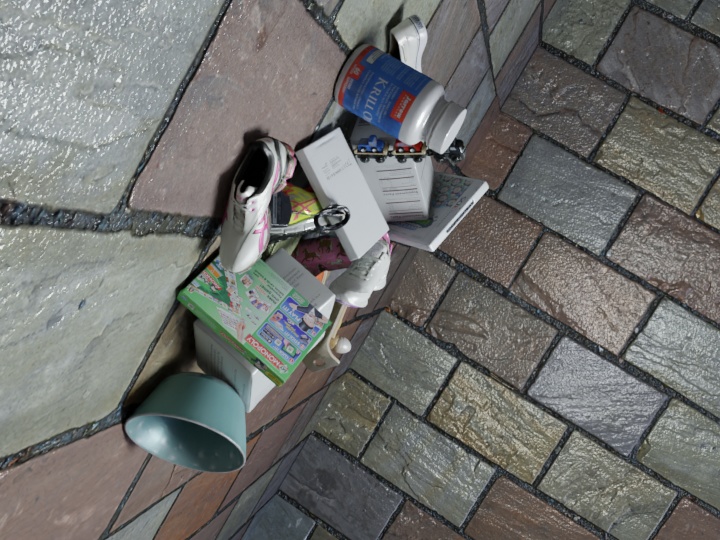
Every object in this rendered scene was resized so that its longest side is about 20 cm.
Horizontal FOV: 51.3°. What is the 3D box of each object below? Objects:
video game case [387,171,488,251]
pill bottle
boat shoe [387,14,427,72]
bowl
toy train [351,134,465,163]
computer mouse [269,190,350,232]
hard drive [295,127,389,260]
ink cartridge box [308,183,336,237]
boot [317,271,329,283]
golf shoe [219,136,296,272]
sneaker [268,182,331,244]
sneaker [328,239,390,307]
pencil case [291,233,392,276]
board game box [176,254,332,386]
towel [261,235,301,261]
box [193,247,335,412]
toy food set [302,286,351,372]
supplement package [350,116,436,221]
[{"bbox_3d":[0.124,-0.125,1.477,0.182,0.200,0.024,-48,128,-19],"label":"video game case"},{"bbox_3d":[0.067,-0.275,1.220,0.112,0.200,0.112,-56,169,-16],"label":"pill bottle"},{"bbox_3d":[0.071,-0.379,1.360,0.070,0.071,0.200,-28,167,-12],"label":"boat shoe"},{"bbox_3d":[-0.269,0.238,1.220,0.201,0.200,0.105,108,-4,-53],"label":"bowl"},{"bbox_3d":[0.080,-0.209,1.282,0.034,0.200,0.046,-72,158,-43],"label":"toy train"},{"bbox_3d":[-0.102,-0.090,1.164,0.200,0.034,0.059,5,86,-37],"label":"computer mouse"},{"bbox_3d":[-0.027,-0.132,1.270,0.027,0.200,0.132,-19,-165,33],"label":"hard drive"},{"bbox_3d":[-0.033,-0.143,1.421,0.200,0.067,0.116,-34,135,-67],"label":"ink cartridge box"},{"bbox_3d":[-0.126,0.054,1.646,0.107,0.075,0.200,-46,154,-40],"label":"boot"},{"bbox_3d":[-0.160,-0.092,1.045,0.200,0.073,0.092,-70,162,8],"label":"golf shoe"},{"bbox_3d":[-0.126,-0.096,1.219,0.078,0.090,0.200,-17,-178,41],"label":"sneaker"},{"bbox_3d":[0.000,0.000,1.300,0.200,0.075,0.100,-44,152,-65],"label":"sneaker"},{"bbox_3d":[-0.038,-0.036,1.462,0.200,0.083,0.086,-11,-172,34],"label":"pencil case"},{"bbox_3d":[-0.156,0.060,1.128,0.135,0.200,0.029,-50,-176,-37],"label":"board game box"},{"bbox_3d":[-0.162,-0.017,1.343,0.200,0.036,0.148,-61,171,13],"label":"towel"},{"bbox_3d":[-0.164,0.104,1.264,0.199,0.131,0.200,-43,167,-26],"label":"box"},{"bbox_3d":[-0.039,0.095,1.447,0.143,0.060,0.200,-29,-146,63],"label":"toy food set"},{"bbox_3d":[0.066,-0.201,1.407,0.114,0.109,0.200,-73,154,-42],"label":"supplement package"}]
